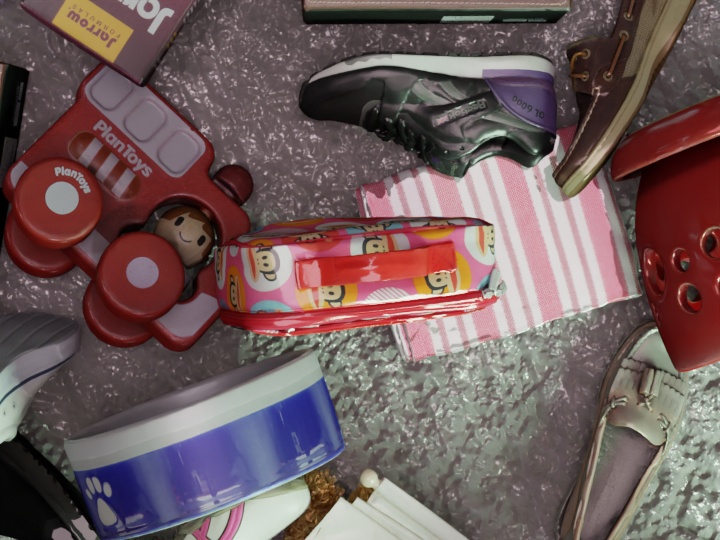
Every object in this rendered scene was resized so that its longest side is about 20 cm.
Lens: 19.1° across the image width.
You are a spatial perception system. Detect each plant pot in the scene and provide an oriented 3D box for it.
[{"bbox_3d":[0.297,-0.042,1.594,0.199,0.200,0.184,-19,87,0],"label":"plant pot"}]

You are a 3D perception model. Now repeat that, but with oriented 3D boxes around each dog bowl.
[{"bbox_3d":[-0.115,0.128,1.591,0.199,0.200,0.079,-20,93,0],"label":"dog bowl"}]

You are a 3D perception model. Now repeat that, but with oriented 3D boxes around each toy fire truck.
[{"bbox_3d":[-0.169,-0.046,1.637,0.200,0.112,0.168,41,70,0],"label":"toy fire truck"}]

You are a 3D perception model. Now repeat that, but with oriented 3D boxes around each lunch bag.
[{"bbox_3d":[0.000,0.000,1.559,0.199,0.176,0.083,-6,91,-14],"label":"lunch bag"}]

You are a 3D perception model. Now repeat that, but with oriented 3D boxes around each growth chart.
[{"bbox_3d":[-0.007,0.254,1.624,0.200,0.018,0.145,-45,100,-2],"label":"growth chart"}]

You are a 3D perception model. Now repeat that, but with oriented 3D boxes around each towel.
[{"bbox_3d":[0.107,-0.023,1.676,0.199,0.030,0.147,-16,91,-1],"label":"towel"}]

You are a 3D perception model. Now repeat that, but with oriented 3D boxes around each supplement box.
[{"bbox_3d":[-0.155,-0.250,1.602,0.110,0.086,0.201,33,90,-6],"label":"supplement box"}]

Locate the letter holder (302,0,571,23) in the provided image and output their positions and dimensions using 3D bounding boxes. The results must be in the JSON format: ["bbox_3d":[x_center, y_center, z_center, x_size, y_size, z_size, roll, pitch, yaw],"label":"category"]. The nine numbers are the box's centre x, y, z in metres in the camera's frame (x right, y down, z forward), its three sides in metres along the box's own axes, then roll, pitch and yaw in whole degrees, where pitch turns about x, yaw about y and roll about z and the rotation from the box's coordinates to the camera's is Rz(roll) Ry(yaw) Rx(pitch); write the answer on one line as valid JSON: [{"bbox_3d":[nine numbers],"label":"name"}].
[{"bbox_3d":[0.055,-0.263,1.619,0.198,0.101,0.143,0,91,-1],"label":"letter holder"}]

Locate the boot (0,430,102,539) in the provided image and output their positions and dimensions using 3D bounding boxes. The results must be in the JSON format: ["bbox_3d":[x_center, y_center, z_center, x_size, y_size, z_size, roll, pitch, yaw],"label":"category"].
[{"bbox_3d":[-0.297,0.202,1.639,0.211,0.079,0.158,41,86,21],"label":"boot"}]

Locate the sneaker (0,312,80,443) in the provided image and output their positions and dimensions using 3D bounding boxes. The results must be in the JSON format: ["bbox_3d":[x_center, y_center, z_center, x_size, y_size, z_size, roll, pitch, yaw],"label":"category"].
[{"bbox_3d":[-0.273,0.087,1.601,0.073,0.200,0.071,16,112,17],"label":"sneaker"}]

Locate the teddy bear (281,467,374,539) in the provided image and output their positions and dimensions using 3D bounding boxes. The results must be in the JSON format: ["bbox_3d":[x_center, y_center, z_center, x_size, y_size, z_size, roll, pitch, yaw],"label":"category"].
[{"bbox_3d":[-0.030,0.254,1.666,0.144,0.067,0.201,29,91,0],"label":"teddy bear"}]

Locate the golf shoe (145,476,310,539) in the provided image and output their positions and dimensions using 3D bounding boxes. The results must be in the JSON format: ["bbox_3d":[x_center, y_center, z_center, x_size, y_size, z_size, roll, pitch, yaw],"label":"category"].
[{"bbox_3d":[-0.113,0.227,1.647,0.199,0.073,0.092,-33,81,16],"label":"golf shoe"}]

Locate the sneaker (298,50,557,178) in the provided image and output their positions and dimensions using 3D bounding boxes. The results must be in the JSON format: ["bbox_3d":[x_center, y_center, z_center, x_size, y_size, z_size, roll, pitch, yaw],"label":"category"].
[{"bbox_3d":[0.052,-0.115,1.633,0.198,0.076,0.088,-2,73,0],"label":"sneaker"}]

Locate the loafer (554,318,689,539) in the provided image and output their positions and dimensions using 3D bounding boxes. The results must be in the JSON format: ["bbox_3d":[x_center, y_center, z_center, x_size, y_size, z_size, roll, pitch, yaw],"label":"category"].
[{"bbox_3d":[0.209,0.137,1.665,0.071,0.063,0.201,21,92,-1],"label":"loafer"}]

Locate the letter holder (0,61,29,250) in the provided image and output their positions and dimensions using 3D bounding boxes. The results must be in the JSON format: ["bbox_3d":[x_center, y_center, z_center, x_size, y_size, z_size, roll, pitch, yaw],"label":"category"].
[{"bbox_3d":[-0.344,-0.068,1.631,0.141,0.101,0.202,9,92,1],"label":"letter holder"}]

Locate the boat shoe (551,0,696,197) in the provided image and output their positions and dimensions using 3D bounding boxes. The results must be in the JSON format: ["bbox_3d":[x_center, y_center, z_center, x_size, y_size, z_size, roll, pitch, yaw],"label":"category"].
[{"bbox_3d":[0.188,-0.152,1.641,0.072,0.072,0.201,29,80,4],"label":"boat shoe"}]
